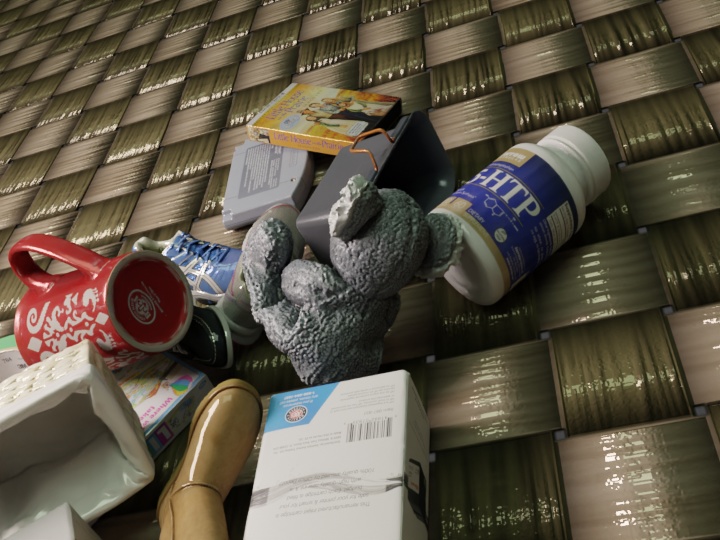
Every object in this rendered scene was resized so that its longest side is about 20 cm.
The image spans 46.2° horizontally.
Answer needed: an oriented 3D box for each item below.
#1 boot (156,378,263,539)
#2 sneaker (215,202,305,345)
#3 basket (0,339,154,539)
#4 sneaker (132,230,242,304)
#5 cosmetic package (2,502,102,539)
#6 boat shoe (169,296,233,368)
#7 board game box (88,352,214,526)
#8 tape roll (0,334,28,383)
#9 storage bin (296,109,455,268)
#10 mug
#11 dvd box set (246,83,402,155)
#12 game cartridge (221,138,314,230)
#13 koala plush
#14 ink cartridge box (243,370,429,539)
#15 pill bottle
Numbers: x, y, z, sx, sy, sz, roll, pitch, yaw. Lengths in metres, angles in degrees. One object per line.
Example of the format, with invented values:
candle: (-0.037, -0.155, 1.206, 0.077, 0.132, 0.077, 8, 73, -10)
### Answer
boot: (-0.128, 0.212, 0.734, 0.178, 0.065, 0.200, -65, 17, 10)
sneaker: (-0.107, -0.009, 1.022, 0.088, 0.080, 0.203, -47, 20, 50)
basket: (-0.319, 0.176, 0.830, 0.197, 0.137, 0.123, -29, 23, -8)
sneaker: (-0.217, -0.007, 1.108, 0.196, 0.078, 0.076, -3, 40, 23)
cosmetic package: (-0.326, 0.313, 0.772, 0.198, 0.103, 0.074, -30, 39, -9)
boat shoe: (-0.206, 0.073, 0.991, 0.059, 0.077, 0.199, -7, 10, -29)
board game box: (-0.275, 0.178, 0.957, 0.133, 0.035, 0.200, 19, 55, 42)
tape roll: (-0.459, 0.168, 1.060, 0.196, 0.049, 0.202, -16, 39, 13)
storage bin: (0.010, -0.095, 1.048, 0.132, 0.147, 0.202, -8, 39, 36)
mug: (-0.300, 0.044, 0.935, 0.198, 0.176, 0.136, -14, 59, 44)
dvd box set: (-0.053, -0.230, 1.275, 0.196, 0.030, 0.147, 13, 43, 26)
game cartridge: (-0.133, -0.143, 1.256, 0.131, 0.041, 0.202, -18, 38, 15)
koala plush: (0.000, 0.000, 0.855, 0.200, 0.175, 0.186, -47, 35, 27)
ink cartridge box: (-0.016, 0.202, 0.745, 0.142, 0.085, 0.202, -12, 40, 16)
pill bottle: (0.176, -0.067, 0.927, 0.199, 0.121, 0.119, -38, 39, -18)
